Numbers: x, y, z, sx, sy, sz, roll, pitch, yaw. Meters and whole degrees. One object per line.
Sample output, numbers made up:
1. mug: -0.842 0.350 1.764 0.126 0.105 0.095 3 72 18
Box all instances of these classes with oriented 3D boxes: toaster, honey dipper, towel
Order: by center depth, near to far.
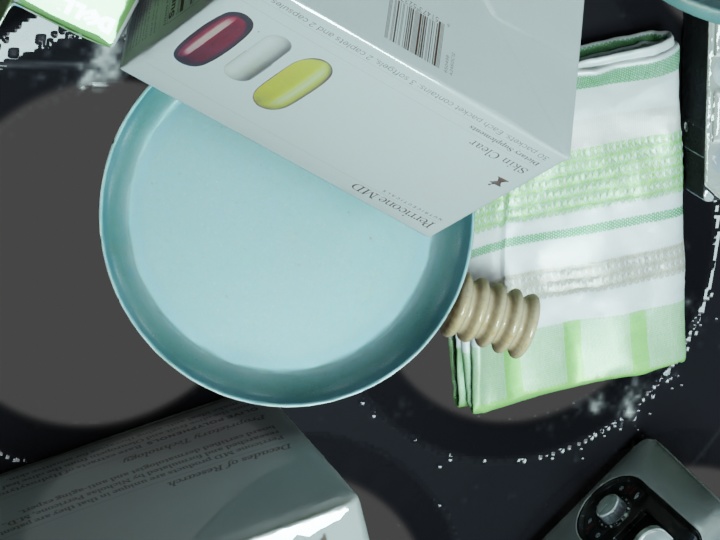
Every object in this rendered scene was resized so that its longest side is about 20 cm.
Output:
1. honey dipper: 0.000 0.000 1.570 0.200 0.038 0.038 19 101 -13
2. towel: 0.116 -0.025 1.621 0.149 0.031 0.200 -12 112 -16
3. toaster: 0.177 0.231 1.686 0.181 0.119 0.200 -44 118 -1

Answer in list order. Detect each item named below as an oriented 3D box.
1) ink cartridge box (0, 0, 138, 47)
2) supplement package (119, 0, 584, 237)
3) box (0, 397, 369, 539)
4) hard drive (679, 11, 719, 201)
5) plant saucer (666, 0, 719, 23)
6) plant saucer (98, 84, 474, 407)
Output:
1. ink cartridge box: -0.137 -0.172 1.428 0.059 0.104 0.200 25 98 -26
2. supplement package: 0.001 -0.138 1.447 0.200 0.111 0.156 27 54 -28
3. box: -0.095 0.203 1.539 0.200 0.171 0.199 -19 114 -15
4. hard drive: 0.249 -0.144 1.628 0.140 0.038 0.200 -7 111 -19
5. plant saucer: 0.210 -0.185 1.485 0.200 0.200 0.027 -16 141 -16
6. plant saucer: -0.040 -0.029 1.531 0.200 0.027 0.200 0 90 -12
